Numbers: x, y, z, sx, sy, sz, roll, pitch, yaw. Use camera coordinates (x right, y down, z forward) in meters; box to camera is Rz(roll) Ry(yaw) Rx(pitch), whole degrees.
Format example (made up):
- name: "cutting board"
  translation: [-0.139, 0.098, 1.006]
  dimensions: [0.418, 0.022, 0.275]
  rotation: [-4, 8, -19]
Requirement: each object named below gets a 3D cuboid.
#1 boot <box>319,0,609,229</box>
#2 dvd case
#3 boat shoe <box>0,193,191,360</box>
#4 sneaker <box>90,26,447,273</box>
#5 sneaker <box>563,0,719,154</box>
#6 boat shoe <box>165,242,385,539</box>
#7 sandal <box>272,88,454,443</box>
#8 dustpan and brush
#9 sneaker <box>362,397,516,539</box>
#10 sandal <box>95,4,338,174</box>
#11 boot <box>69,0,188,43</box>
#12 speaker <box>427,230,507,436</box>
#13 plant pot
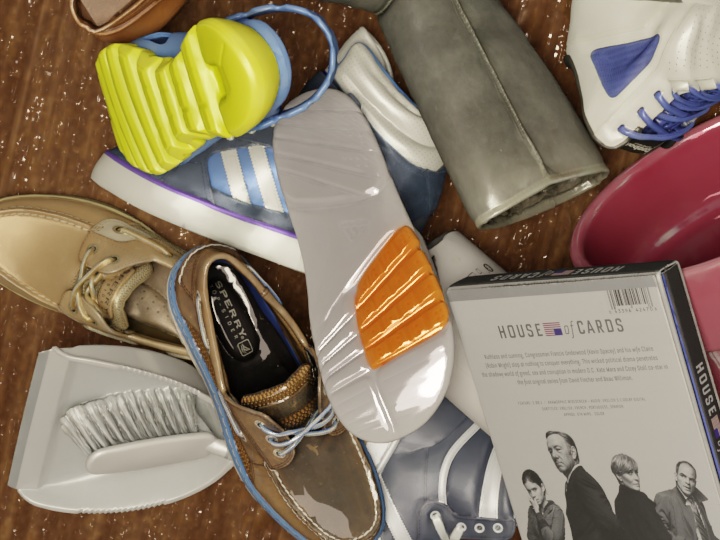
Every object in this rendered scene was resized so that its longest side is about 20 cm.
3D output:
- name: "boot"
  translation: [0.032, -0.115, 1.386]
  dimensions: [0.181, 0.073, 0.201]
  rotation: [-17, 84, -25]
- name: "dvd case"
  translation: [0.134, 0.095, 1.327]
  dimensions: [0.150, 0.025, 0.201]
  rotation: [-5, 108, 44]
- name: "boat shoe"
  translation: [-0.143, 0.005, 1.468]
  dimensions: [0.199, 0.065, 0.072]
  rotation: [17, 99, 4]
- name: "sneaker"
  translation: [-0.044, -0.081, 1.446]
  dimensions: [0.199, 0.081, 0.147]
  rotation: [20, 89, 8]
- name: "sneaker"
  translation: [0.189, -0.114, 1.383]
  dimensions: [0.199, 0.080, 0.116]
  rotation: [24, 109, 41]
- name: "boat shoe"
  translation: [-0.049, 0.077, 1.397]
  dimensions: [0.072, 0.072, 0.201]
  rotation: [-34, 92, -12]
- name: "sandal"
  translation: [0.008, -0.003, 1.381]
  dimensions: [0.079, 0.059, 0.208]
  rotation: [-18, 72, 12]
- name: "dustpan and brush"
  translation: [-0.100, 0.100, 1.468]
  dimensions: [0.199, 0.057, 0.140]
  rotation: [-5, 139, -24]
- name: "sneaker"
  translation: [0.029, 0.164, 1.467]
  dimensions: [0.108, 0.070, 0.201]
  rotation: [27, 96, 4]
- name: "sandal"
  translation: [-0.078, -0.103, 1.357]
  dimensions: [0.087, 0.200, 0.080]
  rotation: [-22, 101, -31]
- name: "boot"
  translation: [-0.094, -0.214, 1.389]
  dimensions: [0.073, 0.155, 0.201]
  rotation: [28, 99, 2]
- name: "speaker"
  translation: [0.104, 0.069, 1.416]
  dimensions: [0.200, 0.081, 0.081]
  rotation: [41, 100, 15]
- name: "plant pot"
  translation: [0.241, 0.022, 1.374]
  dimensions: [0.199, 0.200, 0.180]
  rotation: [-26, 109, 9]
